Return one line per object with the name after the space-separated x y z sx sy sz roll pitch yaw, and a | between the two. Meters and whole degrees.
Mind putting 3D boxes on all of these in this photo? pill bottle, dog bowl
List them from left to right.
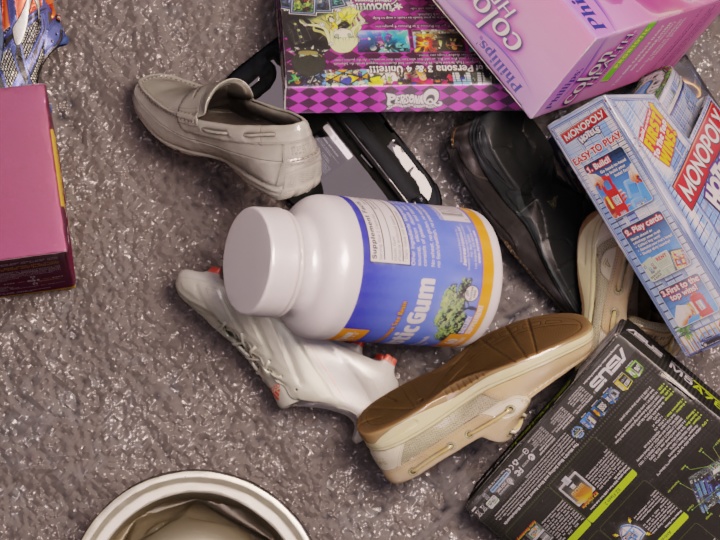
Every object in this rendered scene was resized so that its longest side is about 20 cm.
-0.128 0.256 1.663 0.199 0.074 0.201 1 81 -5 | dog bowl
0.000 0.000 1.655 0.199 0.112 0.113 4 81 -30 | pill bottle

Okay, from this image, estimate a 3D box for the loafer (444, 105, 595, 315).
0.140 -0.042 1.740 0.073 0.072 0.200 -37 105 -35 | loafer

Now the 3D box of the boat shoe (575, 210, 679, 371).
0.216 0.052 1.701 0.072 0.065 0.201 -9 99 -40 | boat shoe

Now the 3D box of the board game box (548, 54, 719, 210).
0.263 -0.058 1.768 0.135 0.035 0.200 -32 86 -9 | board game box

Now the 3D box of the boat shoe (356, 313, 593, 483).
0.097 0.100 1.679 0.199 0.072 0.065 -28 112 0 | boat shoe

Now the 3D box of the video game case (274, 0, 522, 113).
0.031 -0.202 1.723 0.199 0.036 0.182 -2 51 -6 | video game case

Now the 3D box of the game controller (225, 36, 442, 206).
-0.025 -0.098 1.748 0.104 0.042 0.200 -38 87 5 | game controller

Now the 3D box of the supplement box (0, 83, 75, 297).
-0.275 -0.055 1.629 0.103 0.200 0.131 -7 84 -7 | supplement box

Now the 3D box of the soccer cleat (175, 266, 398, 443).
-0.064 0.064 1.702 0.200 0.069 0.078 29 83 -4 | soccer cleat

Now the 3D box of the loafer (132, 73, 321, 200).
-0.105 -0.121 1.678 0.200 0.070 0.070 26 39 36 | loafer

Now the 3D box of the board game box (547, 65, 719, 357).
0.238 -0.073 1.640 0.200 0.062 0.200 50 40 -15 | board game box

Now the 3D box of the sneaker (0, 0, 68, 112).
-0.271 -0.204 1.723 0.078 0.075 0.201 9 89 -13 | sneaker

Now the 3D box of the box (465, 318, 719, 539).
0.215 0.172 1.677 0.193 0.048 0.200 38 113 0 | box

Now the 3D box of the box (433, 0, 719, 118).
0.163 -0.233 1.687 0.200 0.097 0.176 -22 68 -44 | box
